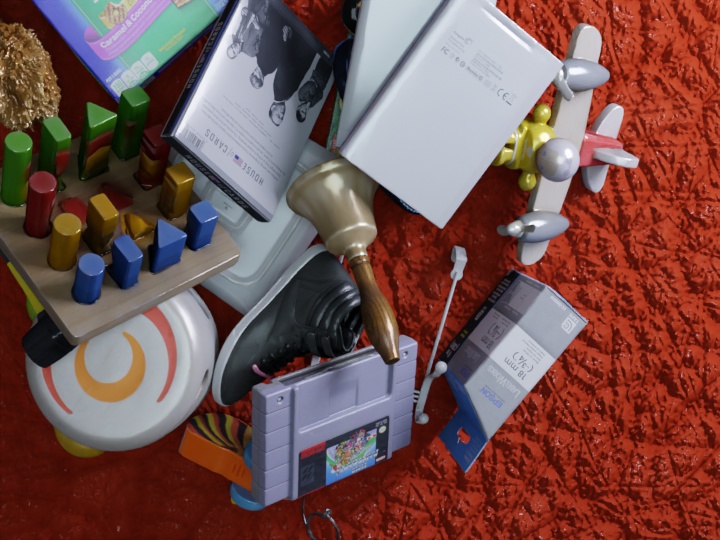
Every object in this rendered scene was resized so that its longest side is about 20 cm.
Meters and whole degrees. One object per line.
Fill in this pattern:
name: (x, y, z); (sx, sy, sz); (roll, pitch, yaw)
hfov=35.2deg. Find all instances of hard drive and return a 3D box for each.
hard drive: (0.056, -0.211, 1.128); (0.130, 0.026, 0.203); (10, 106, -4)
hard drive: (0.088, -0.160, 1.114); (0.131, 0.025, 0.201); (34, 99, -17)

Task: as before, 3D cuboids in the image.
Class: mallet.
mallet: (-0.322, -0.008, 1.096); (0.065, 0.041, 0.202); (-28, 79, 6)

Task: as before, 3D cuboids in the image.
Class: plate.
plate: (-0.137, -0.076, 1.212); (0.198, 0.032, 0.201); (33, 96, -7)

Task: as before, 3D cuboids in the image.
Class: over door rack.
over door rack: (0.027, 0.060, 1.241); (0.145, 0.067, 0.203); (13, 95, -9)

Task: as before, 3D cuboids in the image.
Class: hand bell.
hand bell: (0.000, 0.000, 1.129); (0.103, 0.104, 0.202); (-16, 65, -5)

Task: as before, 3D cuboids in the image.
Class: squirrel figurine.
squirrel figurine: (-0.367, -0.222, 1.087); (0.198, 0.186, 0.143); (30, 67, -19)

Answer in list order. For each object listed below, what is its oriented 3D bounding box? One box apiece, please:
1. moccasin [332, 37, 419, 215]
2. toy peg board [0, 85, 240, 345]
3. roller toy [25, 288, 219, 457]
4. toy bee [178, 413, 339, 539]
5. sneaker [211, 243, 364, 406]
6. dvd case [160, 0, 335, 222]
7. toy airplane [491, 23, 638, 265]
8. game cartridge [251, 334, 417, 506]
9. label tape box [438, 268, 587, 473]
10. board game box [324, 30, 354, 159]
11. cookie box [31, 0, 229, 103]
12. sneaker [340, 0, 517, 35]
moccasin: (0.023, -0.145, 1.193); (0.080, 0.068, 0.201); (-33, 102, -2)
toy peg board: (-0.241, -0.068, 1.088); (0.199, 0.098, 0.200); (-29, 69, -34)
roller toy: (-0.240, 0.089, 1.174); (0.179, 0.140, 0.204); (-6, 90, 2)
toy bee: (-0.096, 0.218, 1.240); (0.201, 0.109, 0.131); (49, 121, 3)
sneaker: (-0.069, 0.077, 1.172); (0.099, 0.071, 0.201); (40, 92, 31)
dvd case: (-0.105, -0.174, 1.145); (0.150, 0.025, 0.202); (41, 62, -39)
toy airplane: (0.206, -0.127, 1.201); (0.198, 0.141, 0.201); (-33, 113, 6)
game cartridge: (-0.023, 0.152, 1.156); (0.198, 0.038, 0.132); (-17, 115, -37)
label tape box: (0.139, 0.101, 1.220); (0.063, 0.144, 0.201); (39, 91, -10)
board game box: (0.027, -0.202, 1.233); (0.103, 0.023, 0.203); (10, 95, -6)
cookie box: (-0.247, -0.302, 1.159); (0.171, 0.075, 0.201); (-41, 100, -1)
sneaker: (0.080, -0.257, 1.174); (0.197, 0.090, 0.071); (11, 96, -10)
